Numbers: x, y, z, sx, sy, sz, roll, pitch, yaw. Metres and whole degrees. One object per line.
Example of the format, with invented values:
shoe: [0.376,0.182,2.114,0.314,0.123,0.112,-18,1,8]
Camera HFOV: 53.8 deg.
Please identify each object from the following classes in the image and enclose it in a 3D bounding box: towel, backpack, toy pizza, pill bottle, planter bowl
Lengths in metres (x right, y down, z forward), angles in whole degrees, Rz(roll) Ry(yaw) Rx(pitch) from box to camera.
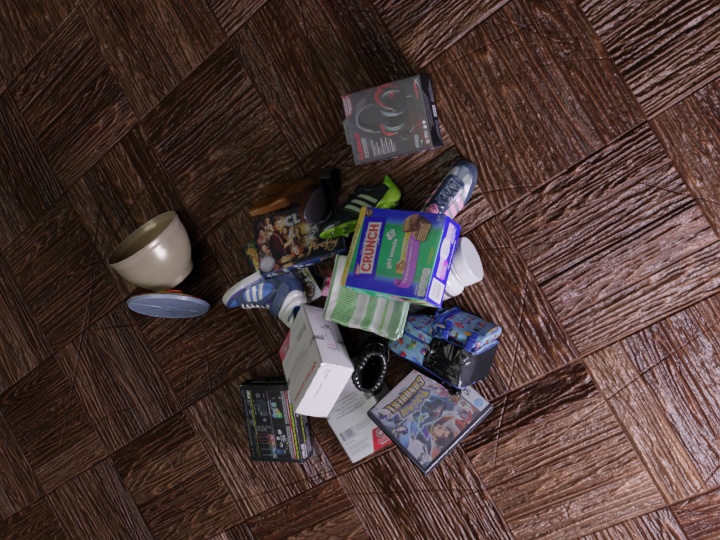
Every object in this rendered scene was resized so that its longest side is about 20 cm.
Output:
towel: [0.015,0.050,1.467,0.198,0.023,0.154,11,87,36]
backpack: [0.167,0.145,1.454,0.199,0.182,0.136,25,106,27]
toy pizza: [-0.467,0.078,1.732,0.198,0.200,0.032,-10,70,26]
pill bottle: [0.145,0.013,1.469,0.199,0.113,0.114,-25,90,26]
planter bowl: [-0.493,-0.030,1.729,0.199,0.201,0.135,-20,119,27]

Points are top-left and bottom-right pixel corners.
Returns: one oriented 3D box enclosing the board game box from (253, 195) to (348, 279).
board game box: [-0.134,-0.073,1.566,0.198,0.035,0.137,-17,66,11]

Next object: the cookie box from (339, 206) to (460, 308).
cookie box: [0.077,-0.029,1.390,0.198,0.075,0.173,8,77,34]

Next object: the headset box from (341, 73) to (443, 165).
headset box: [0.056,-0.307,1.467,0.198,0.075,0.151,-8,97,26]

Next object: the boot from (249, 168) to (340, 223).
boot: [-0.160,-0.152,1.544,0.198,0.189,0.069,-8,132,24]

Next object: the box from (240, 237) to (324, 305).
box: [-0.178,-0.001,1.657,0.136,0.038,0.201,-33,86,26]

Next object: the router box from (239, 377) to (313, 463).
router box: [-0.204,0.363,1.729,0.148,0.062,0.203,-4,98,26]

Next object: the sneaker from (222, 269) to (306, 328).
sneaker: [-0.214,0.080,1.622,0.199,0.080,0.148,-31,81,21]

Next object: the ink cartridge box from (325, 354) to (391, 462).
ink cartridge box: [-0.003,0.308,1.613,0.144,0.084,0.201,-34,85,27]

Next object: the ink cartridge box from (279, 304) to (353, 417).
ink cartridge box: [-0.101,0.196,1.544,0.147,0.082,0.201,-61,30,26]

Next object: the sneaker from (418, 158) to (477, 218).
sneaker: [0.168,-0.135,1.446,0.070,0.082,0.201,36,113,16]

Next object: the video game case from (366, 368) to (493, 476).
video game case: [0.144,0.293,1.481,0.200,0.026,0.181,-40,59,-15]

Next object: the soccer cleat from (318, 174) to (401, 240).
soccer cleat: [-0.008,-0.133,1.505,0.199,0.068,0.082,-28,74,-9]

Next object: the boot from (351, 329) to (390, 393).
boot: [0.029,0.136,1.510,0.078,0.158,0.214,2,109,12]

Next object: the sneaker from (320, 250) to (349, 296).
sneaker: [0.000,0.000,1.568,0.095,0.079,0.200,37,116,-9]
